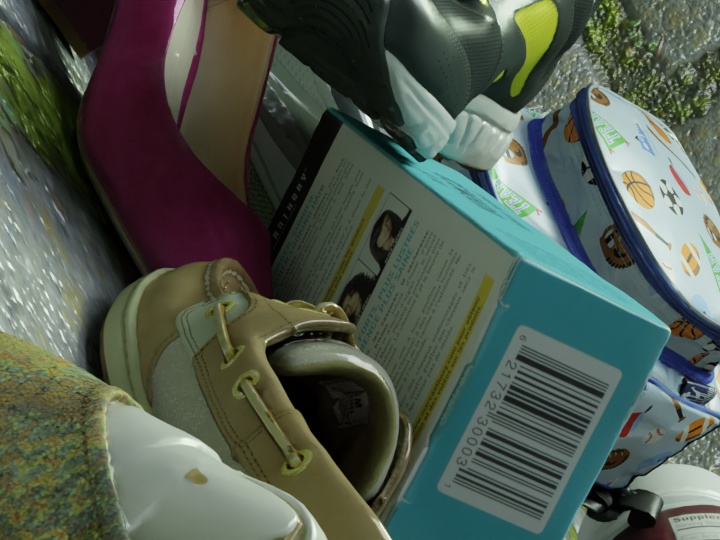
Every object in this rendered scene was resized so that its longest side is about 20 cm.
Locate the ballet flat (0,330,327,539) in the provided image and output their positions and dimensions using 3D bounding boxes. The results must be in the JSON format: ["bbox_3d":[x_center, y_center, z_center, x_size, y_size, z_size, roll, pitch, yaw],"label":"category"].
[{"bbox_3d":[-0.027,0.078,0.513,0.071,0.070,0.201,54,10,-49],"label":"ballet flat"}]

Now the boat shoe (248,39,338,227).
[{"bbox_3d":[-0.043,-0.047,0.967,0.203,0.065,0.074,59,24,18],"label":"boat shoe"}]

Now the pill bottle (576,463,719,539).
[{"bbox_3d":[0.170,0.184,1.398,0.114,0.114,0.200,59,7,-25],"label":"pill bottle"}]

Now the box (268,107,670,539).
[{"bbox_3d":[0.016,0.018,0.800,0.049,0.083,0.200,25,7,-19],"label":"box"}]

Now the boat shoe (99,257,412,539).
[{"bbox_3d":[-0.020,0.044,0.694,0.074,0.066,0.200,59,7,-23],"label":"boat shoe"}]

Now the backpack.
[{"bbox_3d":[0.092,0.003,1.364,0.190,0.154,0.201,13,42,-49],"label":"backpack"}]

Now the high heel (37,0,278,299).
[{"bbox_3d":[-0.036,-0.056,0.858,0.067,0.096,0.200,56,9,-44],"label":"high heel"}]

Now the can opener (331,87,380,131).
[{"bbox_3d":[0.000,0.000,1.030,0.201,0.067,0.053,60,6,15],"label":"can opener"}]

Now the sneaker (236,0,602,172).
[{"bbox_3d":[0.024,-0.085,0.848,0.074,0.085,0.200,40,7,8],"label":"sneaker"}]
